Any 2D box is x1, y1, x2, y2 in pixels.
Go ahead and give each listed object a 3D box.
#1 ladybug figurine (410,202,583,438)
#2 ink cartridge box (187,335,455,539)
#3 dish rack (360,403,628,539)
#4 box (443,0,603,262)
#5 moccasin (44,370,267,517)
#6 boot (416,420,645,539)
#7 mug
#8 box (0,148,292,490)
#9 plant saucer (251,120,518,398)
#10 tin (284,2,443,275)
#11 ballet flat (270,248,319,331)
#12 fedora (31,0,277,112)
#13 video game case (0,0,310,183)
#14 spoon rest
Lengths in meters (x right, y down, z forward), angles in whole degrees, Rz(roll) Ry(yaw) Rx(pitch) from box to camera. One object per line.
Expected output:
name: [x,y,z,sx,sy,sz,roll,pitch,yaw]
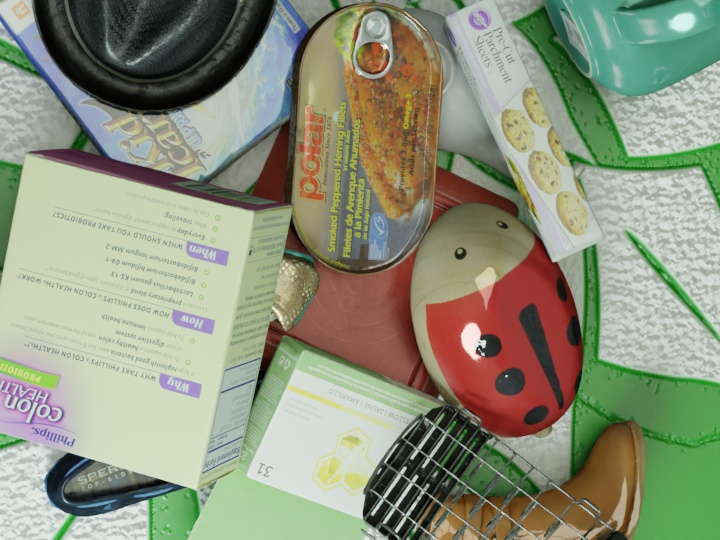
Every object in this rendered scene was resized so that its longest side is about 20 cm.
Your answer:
ladybug figurine: [0.112,0.044,1.729,0.136,0.072,0.201,-39,118,-23]
ink cartridge box: [-0.035,0.165,1.706,0.145,0.048,0.201,23,94,-29]
dish rack: [0.094,0.198,1.666,0.200,0.055,0.154,38,49,2]
box: [0.121,-0.105,1.708,0.041,0.039,0.201,-23,83,-5]
moccasin: [-0.137,0.139,1.716,0.199,0.068,0.081,-28,96,-8]
boot: [0.124,0.191,1.761,0.154,0.077,0.201,20,100,-12]
mug: [0.202,-0.212,1.705,0.114,0.185,0.153,-26,77,-3]
box: [-0.160,0.031,1.625,0.175,0.097,0.202,14,97,14]
plant saucer: [0.000,0.000,1.752,0.199,0.037,0.201,25,87,-8]
tin: [0.000,-0.098,1.702,0.111,0.042,0.202,2,97,-20]
ballet flat: [-0.131,0.003,1.692,0.198,0.071,0.066,11,73,11]
fedora: [-0.147,-0.210,1.629,0.199,0.092,0.202,0,98,-3]
video game case: [-0.144,-0.170,1.713,0.181,0.045,0.200,-38,93,-6]
spoon rest: [0.081,-0.120,1.760,0.200,0.061,0.100,39,84,5]
